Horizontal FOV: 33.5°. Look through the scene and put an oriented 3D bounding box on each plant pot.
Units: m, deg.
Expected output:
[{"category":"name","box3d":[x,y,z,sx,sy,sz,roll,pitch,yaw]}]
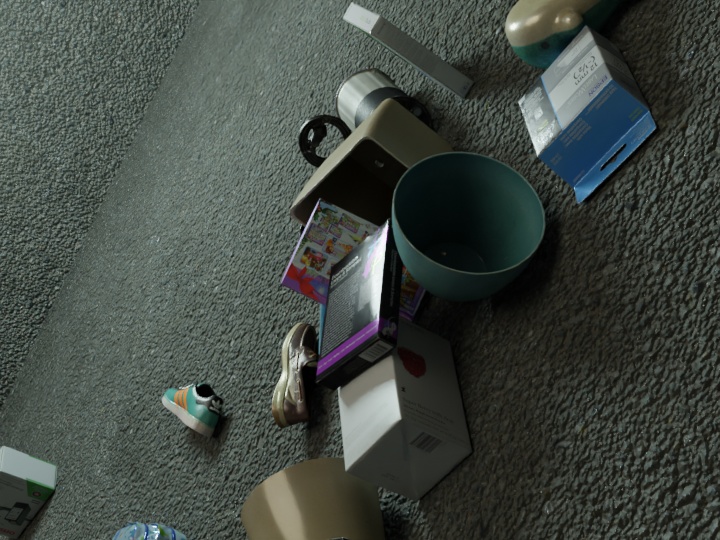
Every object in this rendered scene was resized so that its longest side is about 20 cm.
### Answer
[{"category":"plant pot","box3d":[0.040,-0.138,1.827,0.200,0.199,0.178,-41,21,36]},{"category":"plant pot","box3d":[-0.040,0.377,1.527,0.187,0.186,0.201,-48,44,27]},{"category":"plant pot","box3d":[0.132,-0.037,1.583,0.135,0.198,0.201,101,176,-53]}]

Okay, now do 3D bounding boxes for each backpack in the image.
[{"category":"backpack","box3d":[-0.374,0.508,2.050,0.199,0.154,0.164,-17,44,39]}]

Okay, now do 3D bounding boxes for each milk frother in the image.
[{"category":"milk frother","box3d":[-0.012,-0.250,1.996,0.181,0.199,0.188,-58,26,11]}]

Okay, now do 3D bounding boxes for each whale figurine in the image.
[{"category":"whale figurine","box3d":[0.302,-0.351,1.656,0.199,0.104,0.160,-24,25,20]}]

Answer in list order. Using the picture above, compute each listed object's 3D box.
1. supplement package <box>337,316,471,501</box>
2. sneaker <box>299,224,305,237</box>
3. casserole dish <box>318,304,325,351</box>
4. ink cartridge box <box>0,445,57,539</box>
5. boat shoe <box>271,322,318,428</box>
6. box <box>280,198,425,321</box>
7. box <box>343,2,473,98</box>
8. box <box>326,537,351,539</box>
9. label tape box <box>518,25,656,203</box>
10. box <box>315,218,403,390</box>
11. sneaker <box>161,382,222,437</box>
[{"category":"supplement package","box3d":[0.052,0.174,1.575,0.120,0.121,0.201,-48,31,29]},{"category":"sneaker","box3d":[-0.035,-0.060,1.975,0.199,0.099,0.071,3,66,60]},{"category":"casserole dish","box3d":[-0.021,0.075,1.831,0.121,0.038,0.202,9,97,62]},{"category":"ink cartridge box","box3d":[-0.829,0.529,2.833,0.200,0.145,0.084,-50,30,25]},{"category":"boat shoe","box3d":[-0.087,0.164,1.919,0.071,0.072,0.201,-10,39,22]},{"category":"box","box3d":[0.000,0.000,1.747,0.138,0.199,0.039,-65,3,-5]},{"category":"box","box3d":[0.076,-0.356,1.931,0.036,0.199,0.144,-55,26,7]},{"category":"box","box3d":[0.020,0.356,1.378,0.136,0.199,0.038,-25,49,51]},{"category":"label tape box","box3d":[0.290,-0.204,1.554,0.143,0.066,0.201,-48,28,29]},{"category":"box","box3d":[0.002,0.045,1.613,0.143,0.036,0.201,-38,35,42]},{"category":"sneaker","box3d":[-0.306,0.245,2.232,0.080,0.071,0.200,-60,31,-5]}]
